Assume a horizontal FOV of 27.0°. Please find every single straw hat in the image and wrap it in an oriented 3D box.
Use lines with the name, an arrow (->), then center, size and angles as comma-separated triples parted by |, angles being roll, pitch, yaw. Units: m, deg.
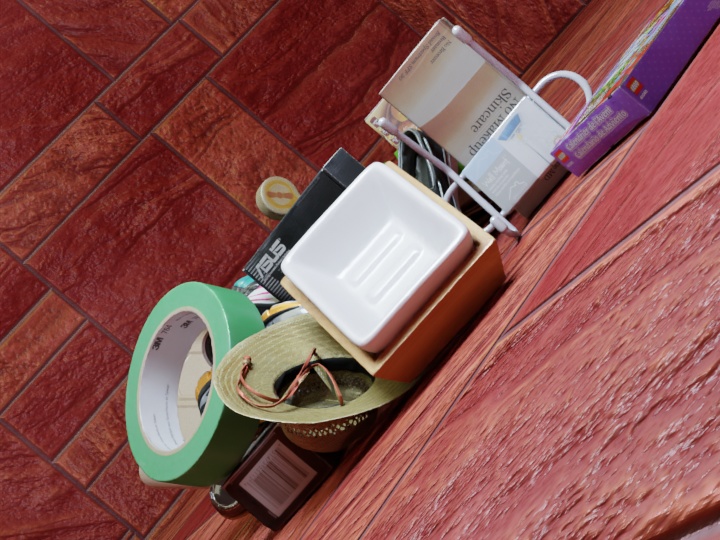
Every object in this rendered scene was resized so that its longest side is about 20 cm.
straw hat -> -0.032, 0.120, 1.387 | 0.201, 0.200, 0.085 | -53, -38, -54

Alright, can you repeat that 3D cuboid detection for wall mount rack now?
wall mount rack -> 0.126, -0.133, 1.466 | 0.200, 0.174, 0.075 | -50, -15, 11

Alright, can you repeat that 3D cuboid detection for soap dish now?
soap dish -> 0.029, 0.002, 1.356 | 0.157, 0.081, 0.200 | -48, 37, 0

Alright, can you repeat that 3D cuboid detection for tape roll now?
tape roll -> -0.166, 0.113, 1.492 | 0.200, 0.048, 0.201 | -22, 61, 48

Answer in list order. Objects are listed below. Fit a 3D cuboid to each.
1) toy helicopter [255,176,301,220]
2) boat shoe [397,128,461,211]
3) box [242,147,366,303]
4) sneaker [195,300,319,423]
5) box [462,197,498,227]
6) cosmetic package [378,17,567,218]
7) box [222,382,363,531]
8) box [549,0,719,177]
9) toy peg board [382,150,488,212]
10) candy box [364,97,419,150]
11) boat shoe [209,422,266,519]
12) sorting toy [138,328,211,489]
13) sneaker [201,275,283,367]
toy helicopter -> -0.021, -0.046, 1.628 | 0.079, 0.200, 0.132 | -41, 21, 56
boat shoe -> 0.068, -0.061, 1.604 | 0.072, 0.071, 0.200 | -34, 50, 37
box -> 0.000, 0.000, 1.528 | 0.200, 0.193, 0.048 | -47, 6, 47
sneaker -> -0.091, 0.106, 1.503 | 0.200, 0.078, 0.077 | -45, 31, 29
box -> 0.075, -0.017, 1.787 | 0.163, 0.021, 0.200 | -31, -6, -12
cosmetic package -> 0.127, -0.158, 1.542 | 0.103, 0.200, 0.087 | -51, 3, 13
box -> -0.057, 0.166, 1.512 | 0.100, 0.075, 0.200 | -50, 0, 22
box -> 0.263, -0.188, 1.370 | 0.200, 0.039, 0.137 | -51, 2, -29
toy peg board -> 0.081, -0.097, 1.773 | 0.200, 0.098, 0.199 | -35, -5, 24
candy box -> 0.119, -0.169, 1.868 | 0.115, 0.200, 0.055 | -49, -1, 25
boat shoe -> -0.112, 0.174, 1.645 | 0.200, 0.070, 0.070 | -65, -21, -16
sorting toy -> -0.153, 0.156, 1.728 | 0.036, 0.185, 0.201 | 58, -146, -59
sneaker -> -0.119, 0.055, 1.641 | 0.200, 0.084, 0.121 | -28, 11, -39
